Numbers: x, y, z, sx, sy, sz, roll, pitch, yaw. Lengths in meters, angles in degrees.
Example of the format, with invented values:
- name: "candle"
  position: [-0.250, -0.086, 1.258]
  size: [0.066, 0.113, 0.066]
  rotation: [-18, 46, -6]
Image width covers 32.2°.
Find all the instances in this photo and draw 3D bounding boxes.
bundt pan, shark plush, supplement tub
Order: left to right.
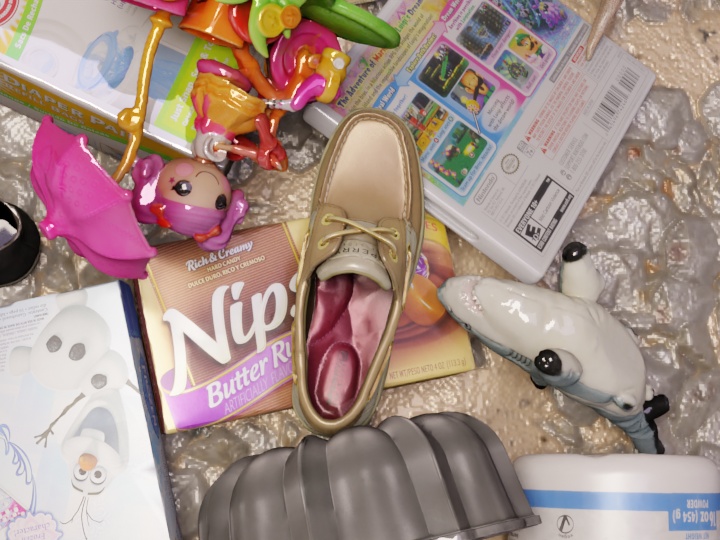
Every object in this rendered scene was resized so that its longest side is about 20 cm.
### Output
- name: "bundt pan"
  position: [-0.003, 0.133, 0.714]
  size: [0.201, 0.202, 0.076]
  rotation: [-12, 75, -12]
- name: "shark plush"
  position: [0.138, 0.055, 0.794]
  size: [0.200, 0.083, 0.091]
  rotation: [30, 59, -39]
- name: "supplement tub"
  position: [0.156, 0.213, 0.761]
  size: [0.131, 0.132, 0.201]
  rotation: [1, 81, -10]

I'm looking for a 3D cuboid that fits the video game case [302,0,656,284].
- name: "video game case"
  position: [0.085, -0.116, 0.824]
  size: [0.182, 0.024, 0.200]
  rotation: [36, 60, -3]

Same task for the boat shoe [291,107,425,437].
- name: "boat shoe"
  position: [0.000, 0.000, 0.730]
  size: [0.074, 0.066, 0.201]
  rotation: [6, 86, -1]

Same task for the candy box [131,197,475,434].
- name: "candy box"
  position: [-0.038, 0.028, 0.792]
  size: [0.199, 0.056, 0.117]
  rotation: [-10, 84, -13]

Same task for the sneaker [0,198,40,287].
- name: "sneaker"
  position: [-0.292, -0.018, 0.726]
  size: [0.199, 0.106, 0.075]
  rotation: [-10, 84, -12]

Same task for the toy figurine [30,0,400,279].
- name: "toy figurine"
  position: [-0.095, -0.082, 0.677]
  size: [0.200, 0.150, 0.185]
  rotation: [21, 92, -32]

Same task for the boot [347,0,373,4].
- name: "boot"
  position: [-0.080, -0.244, 0.811]
  size: [0.199, 0.072, 0.155]
  rotation: [-4, 77, -15]

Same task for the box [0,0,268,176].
- name: "box"
  position: [-0.156, -0.140, 0.771]
  size: [0.200, 0.101, 0.113]
  rotation: [26, 78, -6]

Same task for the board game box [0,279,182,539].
- name: "board game box"
  position: [-0.215, 0.125, 0.734]
  size: [0.199, 0.043, 0.200]
  rotation: [-12, 83, 0]

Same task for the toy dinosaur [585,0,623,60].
- name: "toy dinosaur"
  position: [0.157, -0.252, 0.853]
  size: [0.086, 0.136, 0.201]
  rotation: [-15, 104, 0]
